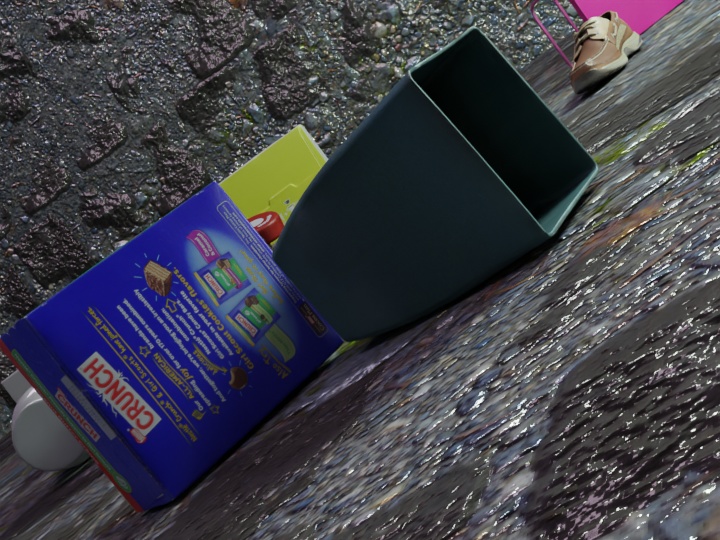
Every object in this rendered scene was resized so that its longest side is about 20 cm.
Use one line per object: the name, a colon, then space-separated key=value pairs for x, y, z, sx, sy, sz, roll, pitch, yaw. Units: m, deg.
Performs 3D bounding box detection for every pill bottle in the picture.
pill bottle: x=-0.377 y=0.189 z=1.518 sx=0.114 sy=0.114 sz=0.200 roll=-36 pitch=6 yaw=-4

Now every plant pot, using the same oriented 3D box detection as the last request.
plant pot: x=0.041 y=-0.046 z=0.880 sx=0.200 sy=0.141 sz=0.141 roll=-41 pitch=2 yaw=34

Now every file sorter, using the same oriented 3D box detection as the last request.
file sorter: x=0.378 y=-0.415 z=1.817 sx=0.200 sy=0.139 sz=0.125 roll=-38 pitch=5 yaw=-19

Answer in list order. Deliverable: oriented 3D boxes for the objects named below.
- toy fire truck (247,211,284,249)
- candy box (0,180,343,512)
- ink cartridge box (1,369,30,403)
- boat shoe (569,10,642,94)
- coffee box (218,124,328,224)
toy fire truck: x=-0.102 y=0.006 z=1.488 sx=0.168 sy=0.112 sz=0.200 roll=-4 pitch=28 yaw=43
candy box: x=-0.140 y=0.056 z=0.917 sx=0.200 sy=0.169 sz=0.077 roll=-40 pitch=4 yaw=-38
ink cartridge box: x=-0.695 y=0.243 z=2.803 sx=0.200 sy=0.146 sz=0.147 roll=-33 pitch=7 yaw=25
boat shoe: x=0.298 y=-0.281 z=1.530 sx=0.076 sy=0.072 sz=0.200 roll=-33 pitch=7 yaw=31
coffee box: x=-0.129 y=-0.129 z=2.194 sx=0.200 sy=0.200 sz=0.198 roll=-36 pitch=6 yaw=3
